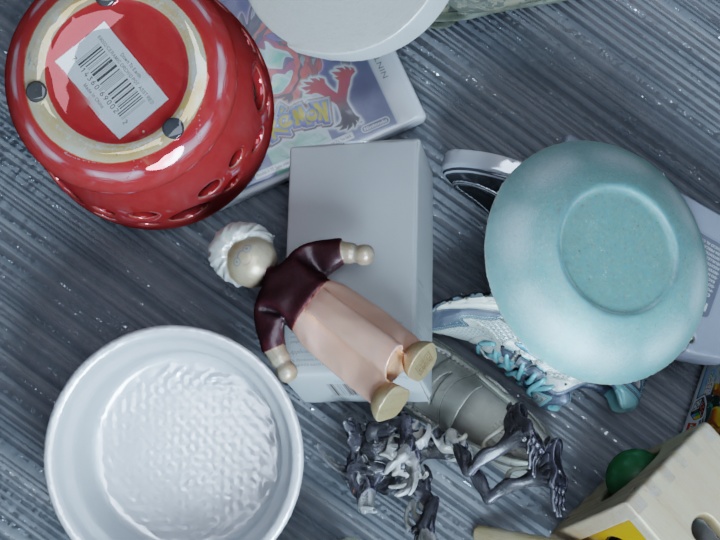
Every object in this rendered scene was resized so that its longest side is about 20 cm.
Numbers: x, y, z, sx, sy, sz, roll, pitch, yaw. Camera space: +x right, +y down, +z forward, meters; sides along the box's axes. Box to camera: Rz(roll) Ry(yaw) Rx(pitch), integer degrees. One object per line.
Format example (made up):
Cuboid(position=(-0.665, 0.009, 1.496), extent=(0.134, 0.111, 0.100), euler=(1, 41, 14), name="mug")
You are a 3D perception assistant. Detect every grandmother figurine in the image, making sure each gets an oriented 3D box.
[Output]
Cuboid(position=(-0.035, 0.025, 1.363), extent=(0.200, 0.061, 0.121), euler=(34, 75, 23), name="grandmother figurine")

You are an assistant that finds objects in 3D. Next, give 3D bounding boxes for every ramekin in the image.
Cuboid(position=(-0.140, 0.143, 1.397), extent=(0.199, 0.098, 0.202), euler=(0, 88, 3), name="ramekin")

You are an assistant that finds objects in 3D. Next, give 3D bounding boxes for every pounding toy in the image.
Cuboid(position=(0.228, 0.225, 1.418), extent=(0.142, 0.184, 0.200), euler=(-40, 87, -24), name="pounding toy")

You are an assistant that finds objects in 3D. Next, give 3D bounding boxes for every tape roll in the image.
Cuboid(position=(-0.009, -0.273, 1.463), extent=(0.202, 0.037, 0.204), euler=(-2, 85, 24), name="tape roll")

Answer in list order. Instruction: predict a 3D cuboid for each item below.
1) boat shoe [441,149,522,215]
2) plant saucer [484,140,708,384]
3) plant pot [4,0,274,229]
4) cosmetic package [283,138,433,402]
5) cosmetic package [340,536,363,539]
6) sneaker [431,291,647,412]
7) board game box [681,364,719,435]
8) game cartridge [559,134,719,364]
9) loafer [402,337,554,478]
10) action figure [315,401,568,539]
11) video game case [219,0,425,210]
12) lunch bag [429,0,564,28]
Cuboid(position=(0.153, -0.037, 1.501), extent=(0.199, 0.072, 0.068), euler=(26, 76, -10), name="boat shoe")
Cuboid(position=(0.196, -0.011, 1.411), extent=(0.200, 0.039, 0.202), euler=(5, 76, -19), name="plant saucer")
Cuboid(position=(-0.172, -0.141, 1.401), extent=(0.199, 0.183, 0.202), euler=(0, 84, 2), name="plant pot")
Cuboid(position=(0.000, 0.000, 1.438), extent=(0.112, 0.081, 0.201), euler=(-1, 70, 13), name="cosmetic package")
Cuboid(position=(-0.072, 0.294, 1.395), extent=(0.199, 0.103, 0.088), euler=(-28, 86, -9), name="cosmetic package")
Cuboid(position=(0.149, 0.070, 1.476), extent=(0.199, 0.078, 0.087), euler=(11, 82, -5), name="sneaker")
Cuboid(position=(0.341, 0.056, 1.476), extent=(0.034, 0.126, 0.201), euler=(25, 77, -20), name="board game box")
Cuboid(position=(0.229, -0.009, 1.462), extent=(0.199, 0.042, 0.134), euler=(29, 73, -11), name="game cartridge")
Cuboid(position=(0.078, 0.103, 1.461), extent=(0.199, 0.070, 0.070), euler=(32, 81, 3), name="loafer")
Cuboid(position=(0.054, 0.163, 1.399), extent=(0.199, 0.119, 0.102), euler=(-10, 44, 25), name="action figure")
Cuboid(position=(-0.070, -0.171, 1.516), extent=(0.199, 0.023, 0.183), euler=(-24, 84, -11), name="video game case")
Cuboid(position=(0.094, -0.302, 1.511), extent=(0.199, 0.118, 0.165), euler=(-11, 82, -6), name="lunch bag")
